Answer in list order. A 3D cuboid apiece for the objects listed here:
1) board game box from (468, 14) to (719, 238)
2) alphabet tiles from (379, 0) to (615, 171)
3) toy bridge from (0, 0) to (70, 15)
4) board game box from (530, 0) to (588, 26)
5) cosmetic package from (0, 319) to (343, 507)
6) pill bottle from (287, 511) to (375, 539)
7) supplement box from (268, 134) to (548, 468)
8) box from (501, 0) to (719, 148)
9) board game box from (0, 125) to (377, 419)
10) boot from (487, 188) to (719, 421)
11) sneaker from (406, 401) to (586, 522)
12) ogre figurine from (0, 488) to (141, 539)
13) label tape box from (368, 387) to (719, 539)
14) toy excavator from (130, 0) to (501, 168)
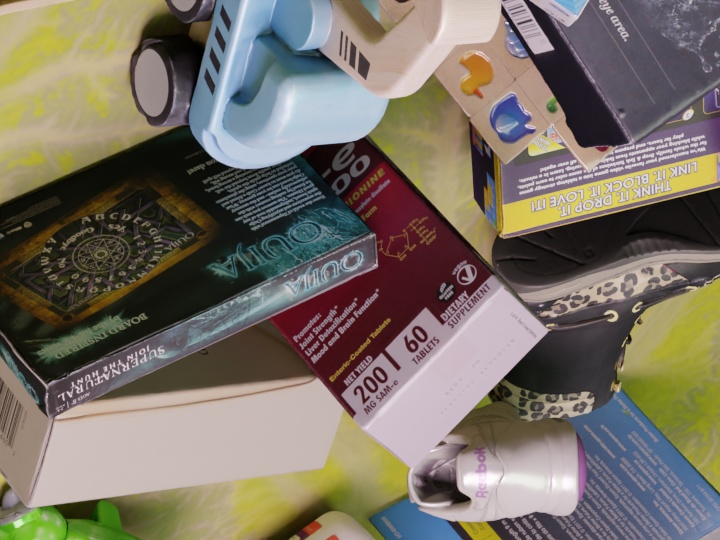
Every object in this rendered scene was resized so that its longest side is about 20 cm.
[{"bbox_3d":[0.160,-0.122,1.633,0.199,0.057,0.166,-13,124,-13],"label":"board game box"},{"bbox_3d":[0.102,-0.162,1.549,0.167,0.008,0.200,-40,103,-4],"label":"alphabet tiles"},{"bbox_3d":[-0.124,-0.179,1.420,0.199,0.027,0.067,-36,141,-9],"label":"toy bridge"},{"bbox_3d":[0.059,-0.232,1.393,0.135,0.199,0.034,-55,-178,-4],"label":"board game box"},{"bbox_3d":[-0.116,0.065,1.587,0.199,0.104,0.073,-6,128,-38],"label":"cosmetic package"},{"bbox_3d":[-0.060,0.249,1.790,0.199,0.113,0.113,-35,140,-10],"label":"pill bottle"},{"bbox_3d":[0.000,0.000,1.548,0.109,0.200,0.061,-46,140,3],"label":"supplement box"},{"bbox_3d":[0.155,-0.200,1.482,0.199,0.117,0.197,-35,96,-6],"label":"box"},{"bbox_3d":[-0.109,-0.009,1.500,0.199,0.135,0.028,-25,138,-21],"label":"board game box"},{"bbox_3d":[0.172,0.015,1.789,0.202,0.074,0.154,-13,143,-14],"label":"boot"},{"bbox_3d":[0.064,0.118,1.759,0.099,0.200,0.076,-2,84,-18],"label":"sneaker"},{"bbox_3d":[-0.169,0.201,1.668,0.098,0.199,0.121,-74,-171,-80],"label":"ogre figurine"},{"bbox_3d":[0.127,0.178,1.861,0.199,0.144,0.064,-28,141,-17],"label":"label tape box"},{"bbox_3d":[-0.013,-0.115,1.434,0.099,0.200,0.195,-8,129,-35],"label":"toy excavator"}]
